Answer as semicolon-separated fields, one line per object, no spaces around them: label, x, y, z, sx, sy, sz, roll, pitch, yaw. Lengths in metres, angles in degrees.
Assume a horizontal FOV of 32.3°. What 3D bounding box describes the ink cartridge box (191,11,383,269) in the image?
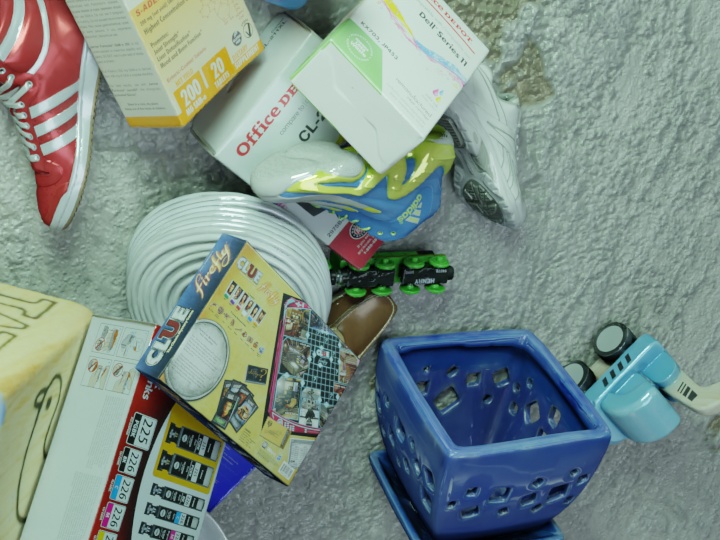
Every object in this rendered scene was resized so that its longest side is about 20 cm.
ink cartridge box;-0.037;-0.120;1.171;0.199;0.083;0.146;37;95;-33

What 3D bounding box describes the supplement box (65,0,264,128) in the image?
supplement box;-0.174;-0.237;1.029;0.126;0.073;0.202;-51;131;-36

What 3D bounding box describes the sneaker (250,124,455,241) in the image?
sneaker;-0.002;-0.065;1.118;0.198;0.076;0.106;-13;119;-20

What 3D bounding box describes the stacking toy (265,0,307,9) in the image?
stacking toy;-0.046;-0.264;1.030;0.109;0.200;0.117;17;107;-30

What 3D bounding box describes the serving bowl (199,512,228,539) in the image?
serving bowl;-0.224;0.317;1.233;0.198;0.066;0.203;-2;94;-32

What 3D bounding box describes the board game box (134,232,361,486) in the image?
board game box;-0.090;0.081;1.071;0.136;0.034;0.200;-58;136;-17

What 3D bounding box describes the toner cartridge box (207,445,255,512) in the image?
toner cartridge box;-0.190;0.153;1.252;0.095;0.043;0.200;-44;123;-1

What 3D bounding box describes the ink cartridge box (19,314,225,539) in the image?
ink cartridge box;-0.179;0.163;1.080;0.175;0.083;0.203;32;68;-52

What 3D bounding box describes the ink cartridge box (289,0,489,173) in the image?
ink cartridge box;0.037;-0.191;1.095;0.117;0.201;0.067;44;134;-9

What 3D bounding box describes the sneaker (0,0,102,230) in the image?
sneaker;-0.285;-0.136;1.057;0.111;0.071;0.203;3;104;-30

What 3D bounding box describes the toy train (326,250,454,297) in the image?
toy train;0.000;0.000;1.259;0.197;0.056;0.042;-2;116;-22

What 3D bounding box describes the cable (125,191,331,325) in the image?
cable;-0.125;0.021;1.165;0.197;0.070;0.202;9;130;-3

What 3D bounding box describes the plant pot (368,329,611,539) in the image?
plant pot;0.124;0.194;1.330;0.197;0.200;0.182;-2;121;-23

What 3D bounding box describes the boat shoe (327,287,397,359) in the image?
boat shoe;-0.040;0.098;1.277;0.200;0.074;0.076;-42;123;-1

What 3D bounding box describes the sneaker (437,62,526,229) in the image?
sneaker;0.136;-0.128;1.254;0.100;0.077;0.201;-48;135;-20

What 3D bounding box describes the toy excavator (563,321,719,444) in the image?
toy excavator;0.346;0.136;1.395;0.194;0.200;0.100;-45;124;1

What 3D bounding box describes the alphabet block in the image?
alphabet block;-0.353;0.124;1.030;0.194;0.200;0.198;16;109;5
